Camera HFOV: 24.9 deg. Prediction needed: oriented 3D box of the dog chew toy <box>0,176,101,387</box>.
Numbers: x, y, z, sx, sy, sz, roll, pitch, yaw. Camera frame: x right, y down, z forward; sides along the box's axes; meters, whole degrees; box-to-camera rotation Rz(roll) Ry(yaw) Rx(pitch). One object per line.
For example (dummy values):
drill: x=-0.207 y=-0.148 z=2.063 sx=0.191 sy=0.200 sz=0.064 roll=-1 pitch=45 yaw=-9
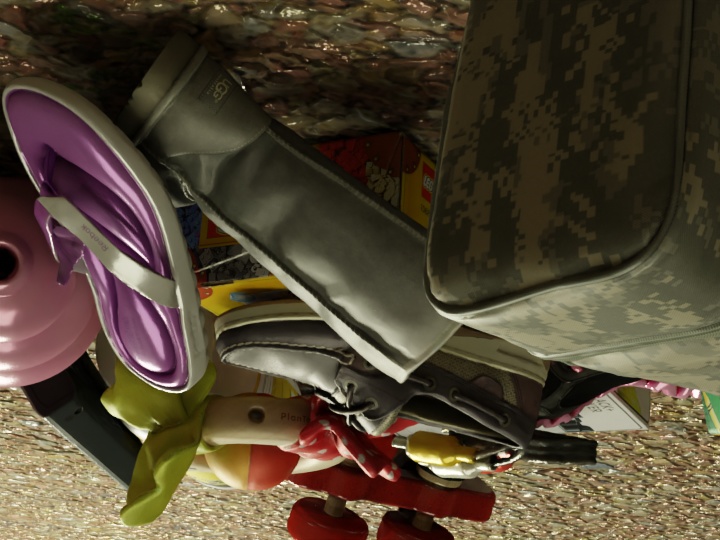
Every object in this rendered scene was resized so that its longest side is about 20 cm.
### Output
dog chew toy: x=-0.200 y=0.002 z=0.916 sx=0.123 sy=0.126 sz=0.200 roll=8 pitch=174 yaw=-11

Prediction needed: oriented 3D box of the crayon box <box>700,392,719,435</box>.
crayon box: x=0.322 y=0.057 z=0.998 sx=0.198 sy=0.059 sz=0.119 roll=-8 pitch=174 yaw=-12

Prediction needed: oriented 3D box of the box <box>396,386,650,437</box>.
box: x=0.103 y=0.079 z=1.193 sx=0.198 sy=0.061 sz=0.117 roll=-5 pitch=158 yaw=23

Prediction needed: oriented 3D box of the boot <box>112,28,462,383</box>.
boot: x=-0.046 y=-0.017 z=0.839 sx=0.199 sy=0.073 sz=0.182 roll=35 pitch=153 yaw=-9

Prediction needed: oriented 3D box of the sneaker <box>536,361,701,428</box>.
sneaker: x=0.166 y=0.044 z=1.053 sx=0.198 sy=0.080 sz=0.096 roll=-10 pitch=157 yaw=-20

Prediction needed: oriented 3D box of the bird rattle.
bird rattle: x=-0.062 y=0.097 z=1.032 sx=0.198 sy=0.114 sz=0.163 roll=-7 pitch=166 yaw=-7

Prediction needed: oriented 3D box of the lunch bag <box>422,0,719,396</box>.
lunch bag: x=0.134 y=-0.054 z=0.638 sx=0.167 sy=0.202 sz=0.139 roll=23 pitch=155 yaw=-35

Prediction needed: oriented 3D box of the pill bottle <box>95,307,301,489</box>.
pill bottle: x=-0.116 y=0.082 z=1.169 sx=0.111 sy=0.113 sz=0.200 roll=-1 pitch=159 yaw=13

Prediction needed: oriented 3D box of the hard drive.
hard drive: x=-0.211 y=0.068 z=1.133 sx=0.033 sy=0.140 sz=0.200 roll=-34 pitch=158 yaw=-5

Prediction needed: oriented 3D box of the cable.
cable: x=0.109 y=0.130 z=1.117 sx=0.097 sy=0.051 sz=0.200 roll=13 pitch=176 yaw=-29

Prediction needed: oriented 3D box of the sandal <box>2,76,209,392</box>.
sandal: x=-0.126 y=-0.005 z=0.812 sx=0.082 sy=0.050 sz=0.203 roll=7 pitch=136 yaw=32

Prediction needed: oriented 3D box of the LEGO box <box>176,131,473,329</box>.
LEGO box: x=0.000 y=0.000 z=0.975 sx=0.148 sy=0.078 sz=0.200 roll=-6 pitch=158 yaw=26

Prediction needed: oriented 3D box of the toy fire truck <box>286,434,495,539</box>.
toy fire truck: x=0.007 y=0.159 z=1.365 sx=0.199 sy=0.113 sz=0.168 roll=13 pitch=-166 yaw=-26

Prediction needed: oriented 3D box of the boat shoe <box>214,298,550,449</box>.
boat shoe: x=0.013 y=0.062 z=0.930 sx=0.198 sy=0.065 sz=0.072 roll=10 pitch=161 yaw=-15
